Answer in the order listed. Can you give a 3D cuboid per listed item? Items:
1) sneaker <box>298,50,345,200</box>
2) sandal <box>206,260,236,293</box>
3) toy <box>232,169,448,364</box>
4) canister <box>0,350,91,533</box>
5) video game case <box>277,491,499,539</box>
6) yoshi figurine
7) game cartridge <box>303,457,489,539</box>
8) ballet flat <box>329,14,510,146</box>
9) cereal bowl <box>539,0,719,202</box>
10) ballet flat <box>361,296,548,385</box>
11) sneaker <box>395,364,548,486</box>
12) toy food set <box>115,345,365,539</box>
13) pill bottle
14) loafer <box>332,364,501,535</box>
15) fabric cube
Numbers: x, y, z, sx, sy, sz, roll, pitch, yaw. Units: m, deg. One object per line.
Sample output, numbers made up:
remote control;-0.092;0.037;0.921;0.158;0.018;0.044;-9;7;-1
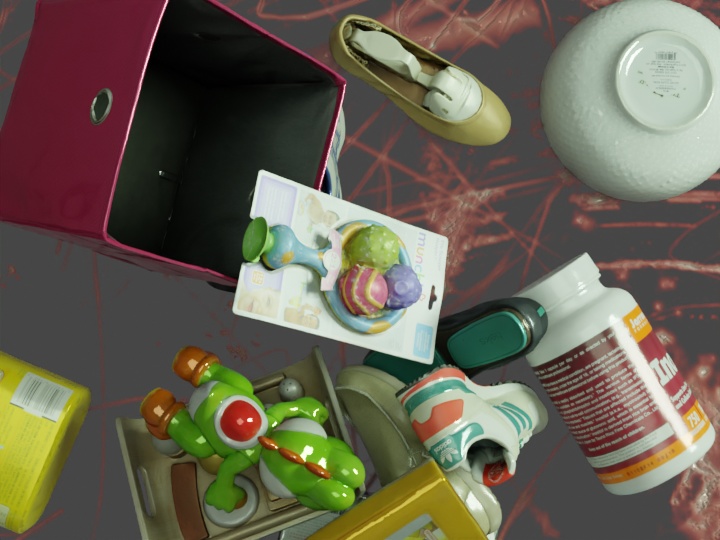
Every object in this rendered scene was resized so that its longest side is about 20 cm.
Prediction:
sneaker;-0.049;-0.117;0.888;0.075;0.088;0.202;-8;83;-1
sandal;-0.048;0.024;0.889;0.199;0.076;0.043;14;115;10
toy;0.000;0.000;0.766;0.199;0.047;0.116;16;76;-30
canister;-0.364;0.134;0.855;0.199;0.087;0.149;23;84;-1
video game case;0.012;0.301;0.872;0.198;0.036;0.183;12;83;0
yoshi figurine;-0.080;0.147;0.800;0.199;0.112;0.113;25;114;24
game cartridge;0.014;0.263;0.784;0.199;0.032;0.177;-34;129;-1
ballet flat;0.056;-0.182;0.909;0.199;0.063;0.069;28;85;1
cereal bowl;0.277;-0.169;0.905;0.198;0.083;0.202;0;85;-1
ballet flat;0.088;0.069;0.861;0.199;0.073;0.074;-25;83;40
sneaker;0.110;0.145;0.819;0.070;0.199;0.094;-37;57;24
toy food set;-0.109;0.165;0.850;0.199;0.060;0.144;-20;67;-3
pill bottle;0.222;0.091;0.861;0.113;0.113;0.201;-31;86;-4
loafer;0.040;0.168;0.849;0.068;0.076;0.200;-35;72;-33
fabric cube;-0.165;-0.103;0.788;0.198;0.199;0.198;10;83;42
